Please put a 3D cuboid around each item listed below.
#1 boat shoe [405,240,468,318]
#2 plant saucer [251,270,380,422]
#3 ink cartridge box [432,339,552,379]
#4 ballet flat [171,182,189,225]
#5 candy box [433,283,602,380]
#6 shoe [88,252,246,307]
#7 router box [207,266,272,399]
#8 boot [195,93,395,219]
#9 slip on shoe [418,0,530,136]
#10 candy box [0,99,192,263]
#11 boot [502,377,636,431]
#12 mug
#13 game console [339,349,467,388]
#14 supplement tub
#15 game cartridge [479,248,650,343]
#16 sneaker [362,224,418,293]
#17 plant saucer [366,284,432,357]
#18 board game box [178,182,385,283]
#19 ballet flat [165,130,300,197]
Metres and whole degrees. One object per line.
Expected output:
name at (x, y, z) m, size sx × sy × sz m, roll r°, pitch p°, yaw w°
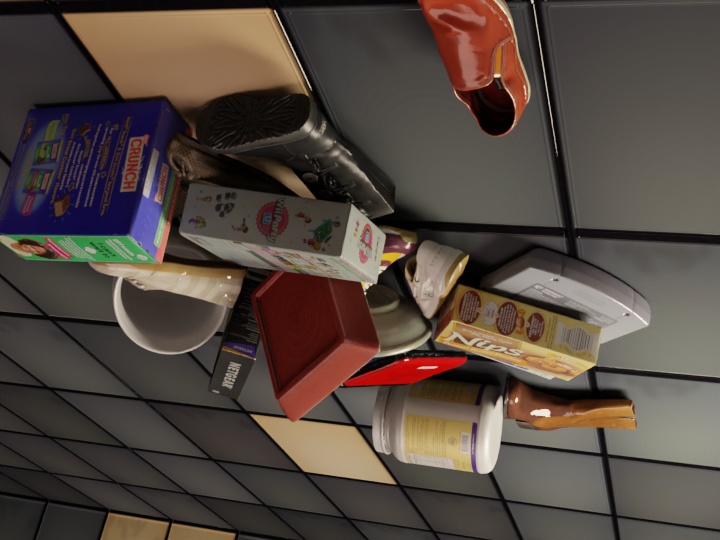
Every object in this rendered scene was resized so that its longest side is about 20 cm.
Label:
boat shoe at (0.092, 0.004, 1.308) m, size 0.069 × 0.071 × 0.200 m, roll 34°, pitch 163°, yaw 8°
plant saucer at (-0.070, 0.059, 1.279) m, size 0.036 × 0.202 × 0.199 m, roll 7°, pitch 144°, yaw -39°
ink cartridge box at (0.213, 0.100, 1.463) m, size 0.197 × 0.040 × 0.099 m, roll 18°, pitch 154°, yaw -13°
ballet flat at (-0.161, -0.049, 1.305) m, size 0.197 × 0.076 × 0.068 m, roll 18°, pitch 153°, yaw -10°
candy box at (0.206, 0.084, 1.338) m, size 0.197 × 0.056 × 0.116 m, roll 18°, pitch 161°, yaw -2°
shoe at (-0.235, 0.008, 1.225) m, size 0.197 × 0.054 × 0.070 m, roll 9°, pitch -167°, yaw -27°
router box at (-0.171, 0.083, 1.478) m, size 0.051 × 0.159 × 0.200 m, roll 16°, pitch 153°, yaw -7°
boot at (-0.069, -0.121, 1.145) m, size 0.163 × 0.067 × 0.200 m, roll 5°, pitch 161°, yaw 33°
slip on shoe at (0.103, -0.194, 0.906) m, size 0.073 × 0.062 × 0.200 m, roll 0°, pitch 150°, yaw 28°
candy box at (-0.308, -0.101, 1.164) m, size 0.197 × 0.172 × 0.077 m, roll 1°, pitch 157°, yaw 25°
boot at (0.334, 0.222, 1.613) m, size 0.197 × 0.069 × 0.189 m, roll -1°, pitch 150°, yaw 25°
mug at (-0.279, 0.000, 1.353) m, size 0.199 × 0.149 × 0.175 m, roll 34°, pitch -174°, yaw -20°
game console at (0.030, 0.101, 1.446) m, size 0.171 × 0.120 × 0.199 m, roll -24°, pitch 164°, yaw 29°
supplement tub at (0.130, 0.254, 1.685) m, size 0.197 × 0.147 × 0.146 m, roll 5°, pitch 153°, yaw 17°
game cartridge at (0.270, 0.034, 1.309) m, size 0.198 × 0.041 × 0.133 m, roll 24°, pitch 156°, yaw -21°
sneaker at (0.000, 0.000, 1.291) m, size 0.074 × 0.092 × 0.199 m, roll 12°, pitch 164°, yaw -38°
plant saucer at (0.000, 0.057, 1.381) m, size 0.197 × 0.200 × 0.051 m, roll 6°, pitch 109°, yaw 16°
board game box at (-0.086, -0.041, 1.165) m, size 0.197 × 0.065 × 0.147 m, roll 9°, pitch 171°, yaw 18°
ballet flat at (-0.144, -0.103, 1.177) m, size 0.199 × 0.047 × 0.067 m, roll 24°, pitch -174°, yaw -42°
